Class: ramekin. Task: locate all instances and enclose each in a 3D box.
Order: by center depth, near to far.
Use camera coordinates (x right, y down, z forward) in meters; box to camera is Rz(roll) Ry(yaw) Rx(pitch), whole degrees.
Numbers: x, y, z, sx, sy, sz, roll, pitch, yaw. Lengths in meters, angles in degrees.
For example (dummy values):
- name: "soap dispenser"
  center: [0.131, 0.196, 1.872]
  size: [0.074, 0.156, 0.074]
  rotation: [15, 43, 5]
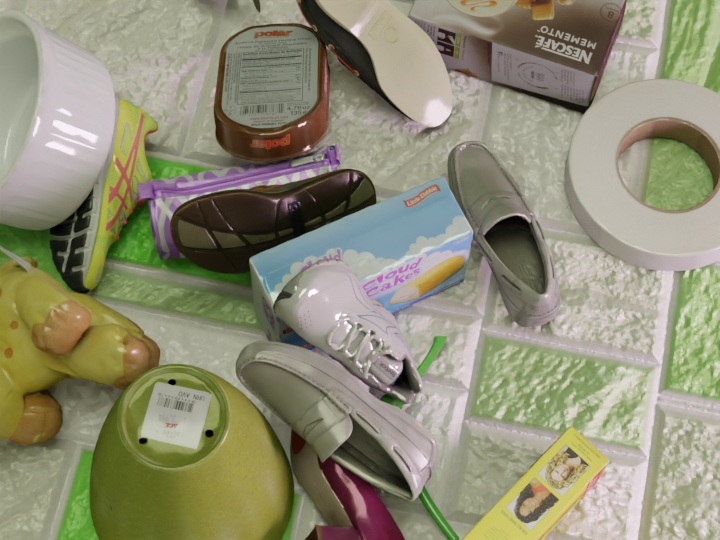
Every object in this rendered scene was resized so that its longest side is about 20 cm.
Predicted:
- name: "ramekin"
  center: [-0.319, -0.135, 1.594]
  size: [0.097, 0.200, 0.202]
  rotation: [19, 55, -42]

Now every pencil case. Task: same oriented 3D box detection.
- name: "pencil case"
  center: [-0.108, -0.066, 1.620]
  size: [0.199, 0.086, 0.084]
  rotation: [-14, 57, -7]

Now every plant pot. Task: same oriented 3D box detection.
- name: "plant pot"
  center: [-0.153, 0.159, 1.449]
  size: [0.186, 0.200, 0.188]
  rotation: [0, 64, 0]

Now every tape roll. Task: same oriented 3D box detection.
- name: "tape roll"
  center: [0.302, -0.095, 1.667]
  size: [0.201, 0.037, 0.204]
  rotation: [0, 64, 0]

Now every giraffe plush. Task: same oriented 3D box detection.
- name: "giraffe plush"
  center: [-0.301, 0.088, 1.520]
  size: [0.199, 0.173, 0.163]
  rotation: [32, 90, 0]

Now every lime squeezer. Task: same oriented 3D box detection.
- name: "lime squeezer"
  center: [0.049, 0.153, 1.553]
  size: [0.070, 0.038, 0.201]
  rotation: [13, 60, -30]

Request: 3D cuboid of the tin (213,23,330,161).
- name: "tin"
  center: [-0.085, -0.179, 1.658]
  size: [0.111, 0.042, 0.201]
  rotation: [-1, 40, 0]

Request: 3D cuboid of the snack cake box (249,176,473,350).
- name: "snack cake box"
  center: [0.000, 0.000, 1.573]
  size: [0.199, 0.115, 0.067]
  rotation: [-24, 70, -11]

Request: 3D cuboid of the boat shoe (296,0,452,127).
- name: "boat shoe"
  center: [0.016, -0.224, 1.680]
  size: [0.201, 0.063, 0.074]
  rotation: [47, 72, -16]

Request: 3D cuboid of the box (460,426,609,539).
- name: "box"
  center: [0.133, 0.230, 1.491]
  size: [0.050, 0.075, 0.200]
  rotation: [41, 70, 15]

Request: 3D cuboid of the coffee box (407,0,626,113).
- name: "coffee box"
  center: [0.158, -0.250, 1.713]
  size: [0.199, 0.080, 0.115]
  rotation: [20, 66, 9]

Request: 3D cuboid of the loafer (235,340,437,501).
- name: "loafer"
  center: [-0.022, 0.130, 1.467]
  size: [0.199, 0.070, 0.070]
  rotation: [30, 40, -8]

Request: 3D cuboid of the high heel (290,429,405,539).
- name: "high heel"
  center: [-0.008, 0.186, 1.528]
  size: [0.096, 0.067, 0.201]
  rotation: [7, 61, -23]

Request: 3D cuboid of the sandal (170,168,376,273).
- name: "sandal"
  center: [-0.083, -0.054, 1.566]
  size: [0.199, 0.082, 0.055]
  rotation: [-19, 25, -20]

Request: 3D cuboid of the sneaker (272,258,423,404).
- name: "sneaker"
  center: [-0.002, 0.055, 1.482]
  size: [0.075, 0.200, 0.087]
  rotation: [-46, 52, 7]

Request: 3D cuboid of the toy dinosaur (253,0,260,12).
- name: "toy dinosaur"
  center: [-0.157, -0.330, 1.763]
  size: [0.102, 0.077, 0.201]
  rotation: [-28, 73, 0]

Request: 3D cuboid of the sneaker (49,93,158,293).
- name: "sneaker"
  center: [-0.238, -0.073, 1.630]
  size: [0.090, 0.078, 0.201]
  rotation: [17, 79, -36]

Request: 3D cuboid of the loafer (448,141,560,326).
- name: "loafer"
  center: [0.139, -0.044, 1.613]
  size: [0.070, 0.070, 0.201]
  rotation: [-21, 67, -10]
